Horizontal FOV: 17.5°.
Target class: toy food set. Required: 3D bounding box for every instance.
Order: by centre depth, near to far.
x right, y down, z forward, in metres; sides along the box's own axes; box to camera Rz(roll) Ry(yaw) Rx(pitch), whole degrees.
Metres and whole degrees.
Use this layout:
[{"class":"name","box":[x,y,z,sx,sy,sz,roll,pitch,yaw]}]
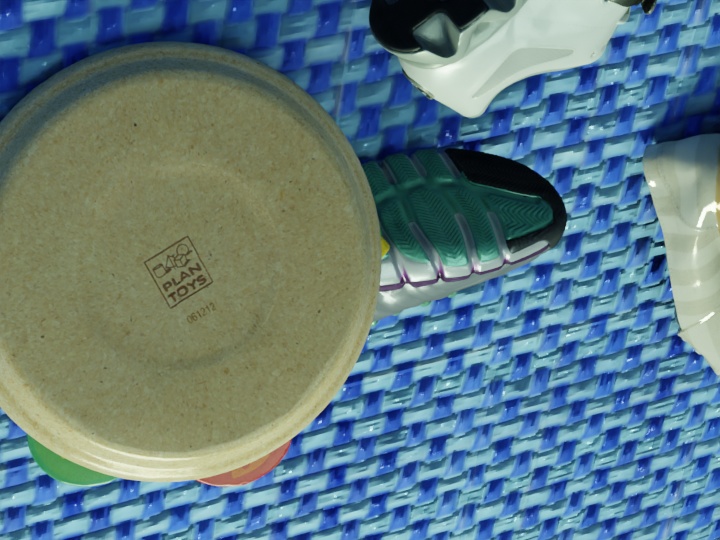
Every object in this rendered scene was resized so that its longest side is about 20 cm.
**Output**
[{"class":"toy food set","box":[-0.085,0.001,1.030,0.198,0.049,0.200,45,81,-16]}]

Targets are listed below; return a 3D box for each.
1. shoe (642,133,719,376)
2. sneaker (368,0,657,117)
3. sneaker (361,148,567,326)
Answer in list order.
[{"class":"shoe","box":[0.192,-0.002,1.276,0.053,0.070,0.200,-2,139,15]},{"class":"sneaker","box":[0.104,-0.144,1.074,0.200,0.074,0.089,-33,139,8]},{"class":"sneaker","box":[0.000,0.000,1.135,0.200,0.074,0.088,-10,142,-14]}]
